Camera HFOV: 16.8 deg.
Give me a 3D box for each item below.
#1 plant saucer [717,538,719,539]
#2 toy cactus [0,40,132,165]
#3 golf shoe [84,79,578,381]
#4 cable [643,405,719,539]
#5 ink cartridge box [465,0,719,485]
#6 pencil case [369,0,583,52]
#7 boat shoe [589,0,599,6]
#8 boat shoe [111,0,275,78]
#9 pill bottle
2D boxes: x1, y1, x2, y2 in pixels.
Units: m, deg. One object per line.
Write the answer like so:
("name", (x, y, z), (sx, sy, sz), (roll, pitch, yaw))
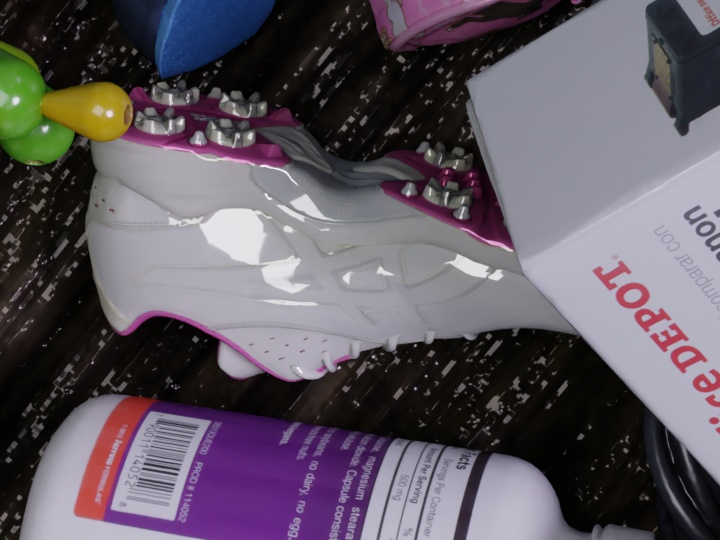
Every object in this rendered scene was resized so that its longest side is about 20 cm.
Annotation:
("plant saucer", (0.167, 0.155, 0.746), (0.200, 0.048, 0.200), (-25, 96, -13))
("toy cactus", (-0.157, -0.096, 0.792), (0.102, 0.200, 0.165), (-44, 106, -34))
("golf shoe", (0.000, 0.000, 0.828), (0.199, 0.075, 0.092), (16, 109, 11))
("cable", (0.177, 0.069, 0.803), (0.163, 0.051, 0.201), (-5, 90, 9))
("ink cartridge box", (0.153, -0.036, 0.691), (0.200, 0.146, 0.083), (-31, 43, 17))
("pencil case", (0.016, -0.172, 0.811), (0.083, 0.086, 0.201), (-19, 88, -25))
("boat shoe", (0.130, -0.105, 0.805), (0.065, 0.074, 0.200), (32, 92, -20))
("boat shoe", (-0.052, -0.139, 0.776), (0.069, 0.084, 0.200), (55, 141, 16))
("pill bottle", (-0.007, 0.109, 0.802), (0.199, 0.112, 0.113), (9, 92, 9))
